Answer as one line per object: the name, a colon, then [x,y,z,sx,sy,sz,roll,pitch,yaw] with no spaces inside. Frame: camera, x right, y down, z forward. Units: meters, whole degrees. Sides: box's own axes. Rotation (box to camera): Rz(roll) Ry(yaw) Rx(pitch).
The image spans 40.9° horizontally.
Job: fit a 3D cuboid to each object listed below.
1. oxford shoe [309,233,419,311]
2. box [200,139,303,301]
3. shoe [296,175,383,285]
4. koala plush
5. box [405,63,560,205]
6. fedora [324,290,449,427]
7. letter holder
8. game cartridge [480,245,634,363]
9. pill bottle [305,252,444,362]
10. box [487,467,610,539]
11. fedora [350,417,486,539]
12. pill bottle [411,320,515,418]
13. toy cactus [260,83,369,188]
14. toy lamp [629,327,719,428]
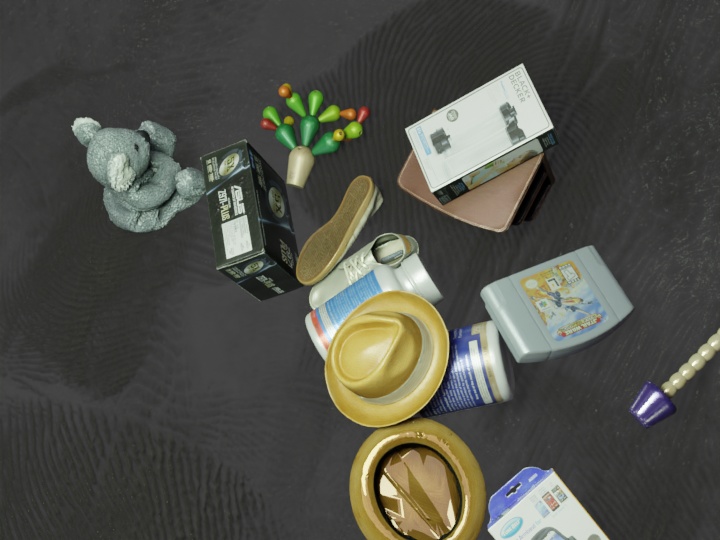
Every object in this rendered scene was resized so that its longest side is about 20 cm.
oxford shoe: [0.000,0.000,1.521,0.197,0.058,0.076,-30,66,10]
box: [-0.173,-0.077,1.553,0.084,0.164,0.204,-18,65,13]
shoe: [-0.030,-0.056,1.554,0.069,0.053,0.202,33,86,37]
koala plush: [-0.398,-0.173,1.649,0.183,0.200,0.178,-42,63,2]
box: [0.177,-0.198,1.409,0.197,0.060,0.119,-26,67,13]
fedora: [0.023,0.114,1.331,0.197,0.082,0.205,-9,70,26]
letter holder: [0.174,-0.134,1.480,0.198,0.100,0.144,26,84,26]
game cartridge: [0.283,0.051,1.360,0.197,0.042,0.134,-20,59,-19]
pill bottle: [0.024,0.062,1.458,0.198,0.112,0.113,-34,63,7]
box: [0.259,0.361,1.270,0.119,0.041,0.201,-40,85,2]
fedora: [0.081,0.310,1.348,0.196,0.082,0.206,-1,77,6]
pill bottle: [0.116,0.150,1.391,0.196,0.116,0.118,-14,67,15]
toy cactus: [-0.089,-0.224,1.623,0.196,0.102,0.169,13,86,15]
toy lamp: [0.446,0.133,1.309,0.200,0.058,0.058,-44,63,-2]
